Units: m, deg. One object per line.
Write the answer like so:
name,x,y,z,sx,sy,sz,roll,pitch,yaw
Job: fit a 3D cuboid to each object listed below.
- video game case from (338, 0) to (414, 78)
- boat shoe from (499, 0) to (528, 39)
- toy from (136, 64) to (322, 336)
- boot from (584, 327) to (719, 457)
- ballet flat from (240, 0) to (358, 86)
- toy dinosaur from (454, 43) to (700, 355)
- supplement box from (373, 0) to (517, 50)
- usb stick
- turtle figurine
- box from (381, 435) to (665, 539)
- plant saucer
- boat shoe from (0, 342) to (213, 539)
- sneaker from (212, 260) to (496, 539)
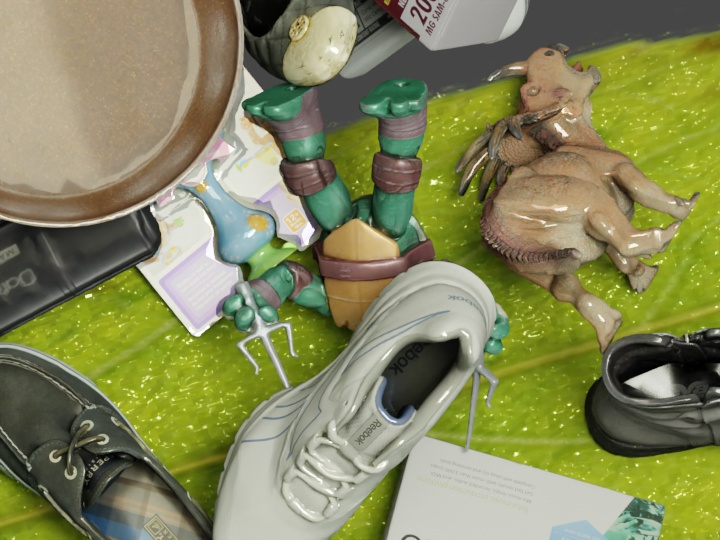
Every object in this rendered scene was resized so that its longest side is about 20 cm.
video game case,0.022,-0.230,1.629,0.023,0.200,0.183,-14,75,-48
boat shoe,0.053,-0.226,1.673,0.056,0.069,0.201,-20,83,-31
toy,-0.107,-0.076,1.622,0.115,0.047,0.200,-39,96,-3
boot,0.221,0.058,1.593,0.199,0.132,0.070,-13,78,-7
ballet flat,-0.058,-0.162,1.614,0.066,0.057,0.200,-45,44,10
toy dinosaur,0.100,-0.036,1.602,0.135,0.200,0.086,31,118,6
supplement box,0.010,-0.218,1.587,0.061,0.109,0.200,-13,47,-48
usb stick,-0.200,0.009,1.599,0.200,0.033,0.056,-28,91,6
turtle figurine,0.000,0.000,1.596,0.149,0.101,0.201,-7,108,2
box,0.070,0.198,1.579,0.144,0.036,0.201,15,65,-1
plant saucer,-0.161,-0.120,1.562,0.200,0.034,0.201,2,82,-14
boat shoe,-0.135,0.109,1.592,0.200,0.057,0.069,43,78,5
sneaker,-0.009,0.081,1.525,0.074,0.087,0.200,37,102,-8
